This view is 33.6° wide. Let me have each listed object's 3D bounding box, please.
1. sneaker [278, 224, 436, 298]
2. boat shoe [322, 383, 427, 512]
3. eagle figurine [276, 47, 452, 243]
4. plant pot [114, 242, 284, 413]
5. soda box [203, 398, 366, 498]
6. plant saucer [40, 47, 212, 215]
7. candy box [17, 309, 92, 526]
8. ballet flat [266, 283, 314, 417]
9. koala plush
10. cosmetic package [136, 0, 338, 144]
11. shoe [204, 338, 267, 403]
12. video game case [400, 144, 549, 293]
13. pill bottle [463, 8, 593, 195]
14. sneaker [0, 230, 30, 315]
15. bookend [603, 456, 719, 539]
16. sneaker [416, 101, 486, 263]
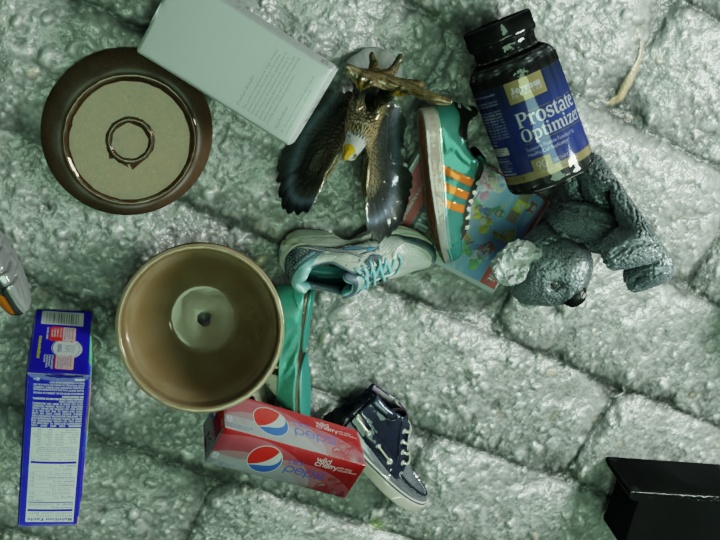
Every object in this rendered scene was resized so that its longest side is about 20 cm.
[{"bbox_3d":[0.000,0.000,1.476,0.197,0.087,0.078,-4,128,-8],"label":"sneaker"},{"bbox_3d":[0.046,0.240,1.605,0.093,0.075,0.200,-40,117,12],"label":"boat shoe"},{"bbox_3d":[-0.004,-0.151,1.400,0.150,0.152,0.201,-20,144,-39],"label":"eagle figurine"},{"bbox_3d":[-0.191,0.065,1.439,0.198,0.093,0.204,0,95,-4],"label":"plant pot"},{"bbox_3d":[-0.095,0.220,1.497,0.198,0.070,0.064,18,120,-23],"label":"soda box"},{"bbox_3d":[-0.267,-0.153,1.373,0.198,0.035,0.203,-6,115,-13],"label":"plant saucer"},{"bbox_3d":[-0.360,0.173,1.411,0.076,0.169,0.202,5,112,-13],"label":"candy box"},{"bbox_3d":[-0.097,0.107,1.524,0.069,0.067,0.202,6,113,8],"label":"ballet flat"},{"bbox_3d":[0.264,-0.027,1.511,0.199,0.185,0.177,-36,157,13],"label":"koala plush"},{"bbox_3d":[-0.134,-0.235,1.321,0.199,0.074,0.102,33,103,-3],"label":"cosmetic package"},{"bbox_3d":[-0.150,0.172,1.534,0.069,0.053,0.202,-23,117,-5],"label":"shoe"},{"bbox_3d":[0.129,-0.072,1.528,0.199,0.017,0.144,26,103,-24],"label":"video game case"},{"bbox_3d":[0.196,-0.202,1.424,0.111,0.112,0.202,-23,101,-5],"label":"pill bottle"},{"bbox_3d":[-0.468,-0.017,1.360,0.111,0.078,0.201,-30,107,3],"label":"sneaker"},{"bbox_3d":[0.445,0.392,1.776,0.196,0.092,0.202,5,112,-16],"label":"bookend"},{"bbox_3d":[0.119,-0.107,1.461,0.079,0.071,0.202,-10,113,-7],"label":"sneaker"}]
